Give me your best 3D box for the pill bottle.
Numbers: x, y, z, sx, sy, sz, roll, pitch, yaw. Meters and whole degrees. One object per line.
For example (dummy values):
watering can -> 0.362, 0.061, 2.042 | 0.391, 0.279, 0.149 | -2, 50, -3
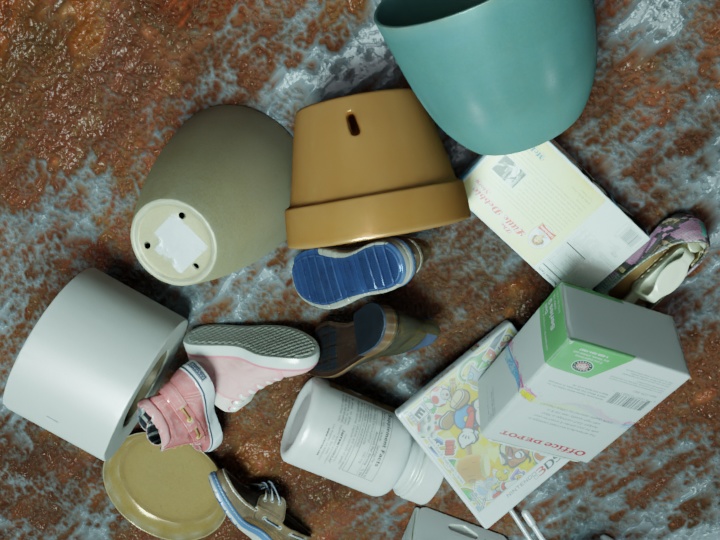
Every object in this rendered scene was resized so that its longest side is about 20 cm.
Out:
pill bottle -> 0.007, 0.225, 0.976 | 0.198, 0.115, 0.115 | 25, 117, -12

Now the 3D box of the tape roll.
tape roll -> -0.328, 0.116, 0.951 | 0.138, 0.203, 0.204 | 29, 116, -3

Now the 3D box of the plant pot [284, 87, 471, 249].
plant pot -> 0.010, -0.109, 0.799 | 0.198, 0.200, 0.142 | -7, 96, 14

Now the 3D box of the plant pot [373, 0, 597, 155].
plant pot -> 0.133, -0.210, 0.721 | 0.199, 0.202, 0.162 | -17, 122, 18

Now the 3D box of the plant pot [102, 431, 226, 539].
plant pot -> -0.288, 0.319, 1.130 | 0.197, 0.028, 0.202 | 4, 114, 9

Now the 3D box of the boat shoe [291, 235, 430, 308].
boat shoe -> 0.000, 0.000, 0.887 | 0.199, 0.072, 0.073 | -5, 100, 46

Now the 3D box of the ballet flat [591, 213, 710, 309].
ballet flat -> 0.314, 0.024, 0.853 | 0.069, 0.071, 0.201 | 33, 116, -8

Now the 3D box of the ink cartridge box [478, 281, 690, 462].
ink cartridge box -> 0.237, 0.121, 0.839 | 0.144, 0.088, 0.201 | 16, 134, -11

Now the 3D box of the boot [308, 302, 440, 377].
boot -> 0.009, 0.095, 0.941 | 0.096, 0.076, 0.199 | 8, 159, -33

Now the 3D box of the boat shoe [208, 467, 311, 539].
boat shoe -> -0.143, 0.342, 1.088 | 0.072, 0.072, 0.201 | -37, 121, -6

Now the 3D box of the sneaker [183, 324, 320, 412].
sneaker -> -0.135, 0.132, 0.982 | 0.198, 0.075, 0.106 | 2, 115, 26

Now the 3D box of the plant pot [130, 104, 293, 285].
plant pot -> -0.167, -0.069, 0.836 | 0.185, 0.200, 0.189 | 4, 114, 9

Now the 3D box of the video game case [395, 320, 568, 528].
video game case -> 0.170, 0.195, 0.946 | 0.181, 0.023, 0.201 | -38, 103, -2

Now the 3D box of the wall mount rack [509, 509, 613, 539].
wall mount rack -> 0.269, 0.362, 0.979 | 0.172, 0.200, 0.075 | 17, 80, 0

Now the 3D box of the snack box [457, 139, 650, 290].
snack box -> 0.212, -0.068, 0.851 | 0.200, 0.037, 0.116 | 41, 114, -8

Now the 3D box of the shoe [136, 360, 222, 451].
shoe -> -0.240, 0.202, 0.994 | 0.071, 0.091, 0.201 | 41, 149, 22

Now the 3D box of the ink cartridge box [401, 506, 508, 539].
ink cartridge box -> 0.112, 0.458, 1.081 | 0.144, 0.084, 0.202 | 18, 116, 2
